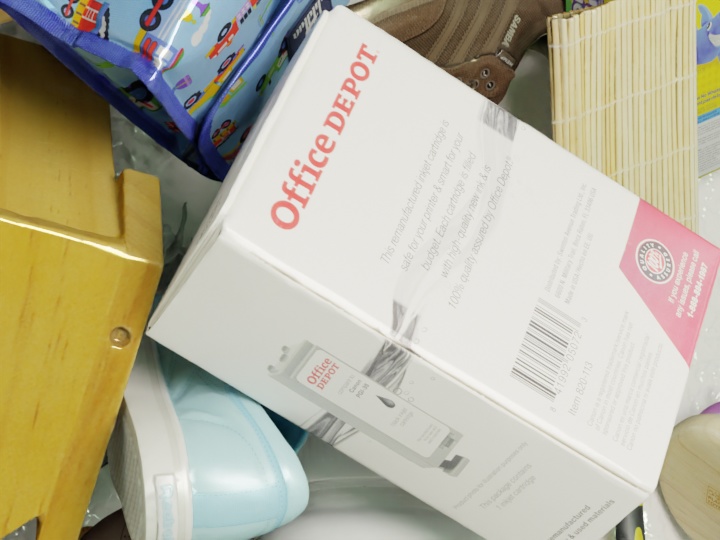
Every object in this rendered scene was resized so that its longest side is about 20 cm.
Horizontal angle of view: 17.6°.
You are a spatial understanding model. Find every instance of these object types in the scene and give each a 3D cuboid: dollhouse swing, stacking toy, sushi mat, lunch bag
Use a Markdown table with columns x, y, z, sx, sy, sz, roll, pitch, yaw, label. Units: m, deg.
| x | y | z | sx | sy | sz | roll | pitch | yaw | label |
| --- | --- | --- | --- | --- | --- | --- | --- | --- | --- |
| -0.202 | -0.008 | 0.972 | 0.200 | 0.176 | 0.182 | 15 | 102 | -18 | dollhouse swing |
| 0.255 | 0.079 | 1.266 | 0.200 | 0.085 | 0.086 | -29 | 95 | -36 | stacking toy |
| 0.138 | -0.051 | 1.199 | 0.096 | 0.012 | 0.200 | -23 | 124 | -29 | sushi mat |
| -0.053 | -0.128 | 0.977 | 0.094 | 0.200 | 0.151 | 30 | 85 | 19 | lunch bag |

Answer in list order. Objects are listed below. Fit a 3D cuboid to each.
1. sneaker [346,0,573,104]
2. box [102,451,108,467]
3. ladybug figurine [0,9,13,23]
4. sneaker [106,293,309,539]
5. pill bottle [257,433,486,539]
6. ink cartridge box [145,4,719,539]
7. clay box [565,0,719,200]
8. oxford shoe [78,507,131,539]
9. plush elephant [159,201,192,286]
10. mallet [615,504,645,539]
| x | y | z | sx | sy | sz | roll | pitch | yaw | label |
| --- | --- | --- | --- | --- | --- | --- | --- | --- | --- |
| 0.042 | -0.112 | 1.181 | 0.200 | 0.070 | 0.076 | -22 | 96 | -31 | sneaker |
| -0.223 | 0.066 | 1.000 | 0.200 | 0.051 | 0.158 | -35 | 98 | -32 | box |
| -0.204 | -0.152 | 0.961 | 0.200 | 0.136 | 0.072 | 12 | 62 | 5 | ladybug figurine |
| -0.065 | 0.063 | 0.983 | 0.082 | 0.200 | 0.074 | -1 | 115 | -12 | sneaker |
| 0.006 | 0.166 | 1.009 | 0.109 | 0.110 | 0.200 | 7 | 74 | -29 | pill bottle |
| 0.034 | 0.007 | 0.946 | 0.200 | 0.083 | 0.147 | 32 | 47 | -8 | ink cartridge box |
| 0.162 | -0.143 | 1.216 | 0.115 | 0.048 | 0.200 | -23 | 122 | -33 | clay box |
| -0.074 | 0.189 | 0.961 | 0.071 | 0.072 | 0.200 | 14 | 50 | -57 | oxford shoe |
| 0.000 | 0.000 | 1.082 | 0.200 | 0.155 | 0.165 | 16 | 72 | -28 | plush elephant |
| 0.147 | 0.114 | 1.211 | 0.066 | 0.041 | 0.200 | -13 | 97 | -35 | mallet |
